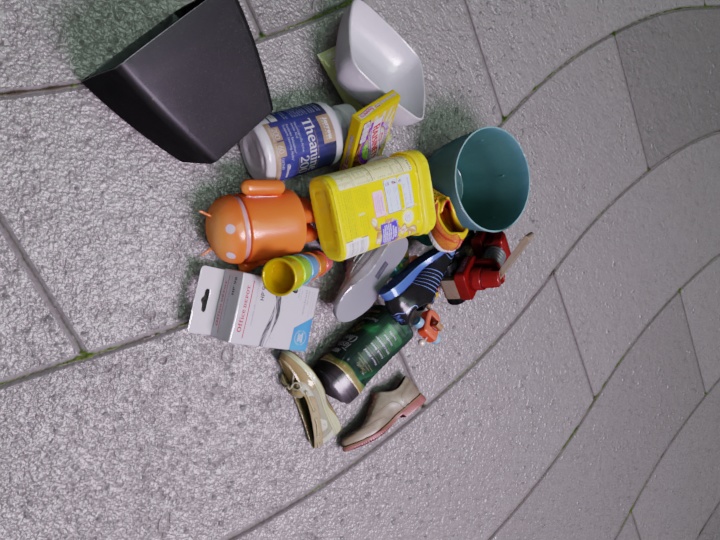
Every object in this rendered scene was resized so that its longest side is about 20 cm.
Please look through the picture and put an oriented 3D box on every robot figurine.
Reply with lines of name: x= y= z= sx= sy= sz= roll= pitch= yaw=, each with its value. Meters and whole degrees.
robot figurine: x=-0.168 y=-0.072 z=0.892 sx=0.199 sy=0.144 sz=0.117 roll=-11 pitch=77 yaw=-29

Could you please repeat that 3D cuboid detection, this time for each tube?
tube: x=-0.008 y=-0.328 z=1.018 sx=0.052 sy=0.058 sz=0.201 roll=-28 pitch=104 yaw=9

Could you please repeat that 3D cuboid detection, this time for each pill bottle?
pill bottle: x=-0.098 y=-0.226 z=0.929 sx=0.199 sy=0.111 sz=0.112 roll=-24 pitch=104 yaw=-28

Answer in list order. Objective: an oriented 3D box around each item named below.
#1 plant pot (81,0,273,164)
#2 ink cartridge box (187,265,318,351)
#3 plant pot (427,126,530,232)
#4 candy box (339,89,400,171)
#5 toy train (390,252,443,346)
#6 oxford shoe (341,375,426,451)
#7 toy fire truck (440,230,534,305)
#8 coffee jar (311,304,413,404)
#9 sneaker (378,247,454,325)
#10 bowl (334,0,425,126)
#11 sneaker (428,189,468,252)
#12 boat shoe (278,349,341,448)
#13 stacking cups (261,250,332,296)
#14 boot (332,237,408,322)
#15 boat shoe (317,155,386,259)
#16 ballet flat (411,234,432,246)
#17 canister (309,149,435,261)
plant pot: x=-0.250 y=-0.271 z=0.797 sx=0.200 sy=0.199 sz=0.178 roll=-49 pitch=125 yaw=-20
ink cartridge box: x=-0.175 y=0.067 z=0.899 sx=0.199 sy=0.066 sz=0.117 roll=14 pitch=86 yaw=-43
plant pot: x=0.217 y=-0.177 z=1.095 sx=0.199 sy=0.161 sz=0.202 roll=-1 pitch=93 yaw=-31
candy box: x=0.009 y=-0.220 z=0.956 sx=0.026 sy=0.200 sz=0.102 roll=41 pitch=60 yaw=12
toy train: x=0.115 y=0.048 z=1.076 sx=0.200 sy=0.055 sz=0.151 roll=46 pitch=44 yaw=-23
oxford shoe: x=0.035 y=0.286 z=1.074 sx=0.199 sy=0.070 sz=0.075 roll=-30 pitch=80 yaw=-25
toy fire truck: x=0.267 y=-0.029 z=1.083 sx=0.176 sy=0.199 sz=0.129 roll=-51 pitch=127 yaw=-42
coffee jar: x=0.001 y=0.157 z=1.013 sx=0.200 sy=0.104 sz=0.086 roll=-44 pitch=110 yaw=-23
sneaker: x=0.119 y=0.023 z=1.017 sx=0.200 sy=0.070 sz=0.078 roll=-37 pitch=104 yaw=-30
bowl: x=0.029 y=-0.371 z=0.989 sx=0.199 sy=0.074 sz=0.201 roll=29 pitch=51 yaw=-36
sneaker: x=0.134 y=-0.129 z=1.014 sx=0.073 sy=0.077 sz=0.200 roll=-25 pitch=70 yaw=-39
boat shoe: x=-0.102 y=0.233 z=0.975 sx=0.063 sy=0.073 sz=0.202 roll=-36 pitch=118 yaw=-25
stacking cups: x=-0.096 y=-0.008 z=0.911 sx=0.200 sy=0.060 sz=0.061 roll=-33 pitch=115 yaw=-70
boot: x=0.000 y=0.000 z=1.014 sx=0.200 sy=0.095 sz=0.074 roll=-50 pitch=132 yaw=-10
boat shoe: x=-0.016 y=-0.120 z=0.991 sx=0.074 sy=0.092 sz=0.201 roll=33 pitch=78 yaw=-35
ballet flat: x=0.083 y=-0.125 z=1.077 sx=0.199 sy=0.067 sz=0.067 roll=34 pitch=53 yaw=-20
canister: x=0.022 y=-0.111 z=0.910 sx=0.199 sy=0.086 sz=0.150 roll=-21 pitch=109 yaw=-31
